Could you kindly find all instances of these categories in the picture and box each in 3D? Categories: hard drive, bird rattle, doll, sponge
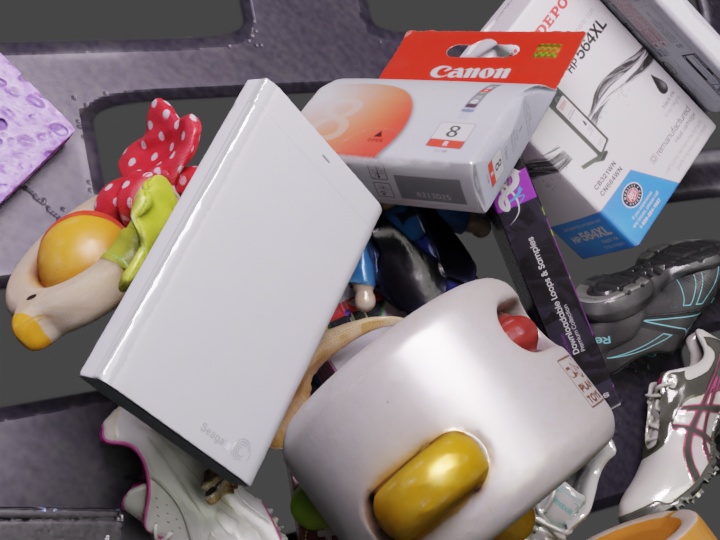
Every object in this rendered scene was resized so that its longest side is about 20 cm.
[{"bbox_3d":[-0.066,0.008,0.634,0.132,0.026,0.201,46,60,-40],"label":"hard drive"},{"bbox_3d":[-0.158,-0.027,0.689,0.162,0.200,0.113,-29,129,2],"label":"bird rattle"},{"bbox_3d":[0.055,-0.001,0.797,0.136,0.048,0.200,-37,90,-29],"label":"doll"},{"bbox_3d":[-0.291,-0.063,0.692,0.112,0.030,0.200,44,62,-12],"label":"sponge"}]

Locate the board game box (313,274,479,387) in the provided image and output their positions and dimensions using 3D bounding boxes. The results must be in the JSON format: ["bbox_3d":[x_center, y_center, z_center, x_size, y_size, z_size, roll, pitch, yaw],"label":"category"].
[{"bbox_3d":[0.000,0.000,0.820,0.153,0.040,0.201,-35,95,-29],"label":"board game box"}]

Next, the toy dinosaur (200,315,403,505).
[{"bbox_3d":[-0.058,0.064,0.715,0.200,0.058,0.101,-44,111,-33],"label":"toy dinosaur"}]

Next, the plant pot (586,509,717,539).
[{"bbox_3d":[0.226,0.285,0.782,0.199,0.200,0.184,-22,85,-29],"label":"plant pot"}]

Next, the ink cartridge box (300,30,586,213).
[{"bbox_3d":[0.054,-0.128,0.768,0.201,0.161,0.050,-59,141,-31],"label":"ink cartridge box"}]

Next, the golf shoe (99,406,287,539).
[{"bbox_3d":[-0.105,0.166,0.716,0.091,0.075,0.201,-23,81,-21],"label":"golf shoe"}]

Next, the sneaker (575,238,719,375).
[{"bbox_3d":[0.264,0.027,0.943,0.199,0.075,0.080,-20,108,-28],"label":"sneaker"}]

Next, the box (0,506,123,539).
[{"bbox_3d":[-0.229,0.239,0.620,0.163,0.086,0.201,7,75,-25],"label":"box"}]

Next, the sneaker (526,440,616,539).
[{"bbox_3d":[0.126,0.190,0.818,0.070,0.080,0.201,40,65,-15],"label":"sneaker"}]

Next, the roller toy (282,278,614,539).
[{"bbox_3d":[0.058,0.107,0.663,0.182,0.200,0.140,-32,75,-26],"label":"roller toy"}]

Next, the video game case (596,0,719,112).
[{"bbox_3d":[0.230,-0.209,0.912,0.200,0.182,0.023,42,87,-12],"label":"video game case"}]

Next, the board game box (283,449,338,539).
[{"bbox_3d":[0.013,0.203,0.720,0.102,0.019,0.201,-4,56,-13],"label":"board game box"}]

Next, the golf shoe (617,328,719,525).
[{"bbox_3d":[0.266,0.138,0.910,0.088,0.077,0.200,46,62,4],"label":"golf shoe"}]

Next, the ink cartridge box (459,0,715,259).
[{"bbox_3d":[0.179,-0.132,0.910,0.200,0.084,0.146,42,71,-13],"label":"ink cartridge box"}]

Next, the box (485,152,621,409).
[{"bbox_3d":[0.133,-0.002,0.814,0.036,0.143,0.201,-22,104,4],"label":"box"}]
